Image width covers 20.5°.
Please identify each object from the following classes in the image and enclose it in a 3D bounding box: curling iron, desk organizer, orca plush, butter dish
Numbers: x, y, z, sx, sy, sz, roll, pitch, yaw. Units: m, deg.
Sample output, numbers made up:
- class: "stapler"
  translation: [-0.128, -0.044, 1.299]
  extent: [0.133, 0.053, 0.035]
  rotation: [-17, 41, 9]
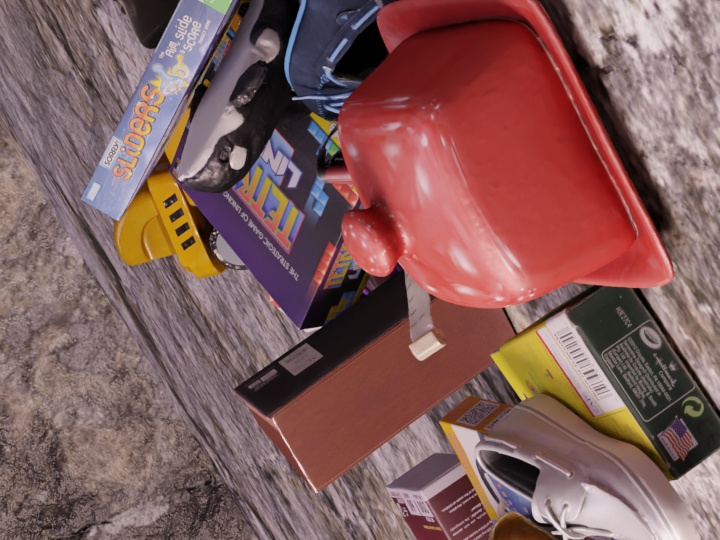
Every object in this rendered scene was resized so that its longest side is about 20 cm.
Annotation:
- class: "curling iron"
  translation: [0.038, -0.077, 1.325]
  extent: [0.026, 0.050, 0.200]
  rotation: [32, 163, -36]
- class: "desk organizer"
  translation: [0.014, 0.071, 1.488]
  extent: [0.077, 0.200, 0.072]
  rotation: [61, 165, -24]
- class: "orca plush"
  translation: [-0.068, -0.135, 1.440]
  extent: [0.071, 0.201, 0.105]
  rotation: [29, 141, -24]
- class: "butter dish"
  translation: [0.053, -0.049, 1.164]
  extent: [0.201, 0.148, 0.199]
  rotation: [61, 158, -15]

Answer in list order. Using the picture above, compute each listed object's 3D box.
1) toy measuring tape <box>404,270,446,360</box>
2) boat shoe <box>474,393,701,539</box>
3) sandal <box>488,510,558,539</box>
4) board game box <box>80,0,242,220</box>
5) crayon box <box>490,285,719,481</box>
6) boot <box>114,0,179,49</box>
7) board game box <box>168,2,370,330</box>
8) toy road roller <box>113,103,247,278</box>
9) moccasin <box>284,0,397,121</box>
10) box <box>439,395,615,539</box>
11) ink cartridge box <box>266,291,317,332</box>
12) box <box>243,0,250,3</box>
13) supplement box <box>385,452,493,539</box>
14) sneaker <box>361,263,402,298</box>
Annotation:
- class: "toy measuring tape"
  translation: [0.053, -0.017, 1.349]
  extent: [0.074, 0.073, 0.201]
  rotation: [75, -174, -52]
- class: "boat shoe"
  translation: [0.138, 0.138, 1.264]
  extent: [0.200, 0.068, 0.072]
  rotation: [37, 156, 53]
- class: "sandal"
  translation: [0.130, 0.213, 1.502]
  extent: [0.212, 0.077, 0.070]
  rotation: [-34, 74, 62]
- class: "board game box"
  translation: [-0.134, -0.148, 1.464]
  extent: [0.034, 0.200, 0.136]
  rotation: [29, -154, -4]
- class: "crayon box"
  translation: [0.159, 0.080, 1.313]
  extent: [0.127, 0.051, 0.200]
  rotation: [56, 166, 2]
- class: "boot"
  translation: [-0.218, -0.303, 1.735]
  extent: [0.154, 0.073, 0.204]
  rotation: [53, 166, 26]
- class: "board game box"
  translation: [-0.055, -0.082, 1.525]
  extent: [0.200, 0.057, 0.166]
  rotation: [48, 129, 32]
- class: "toy road roller"
  translation: [-0.164, -0.086, 1.802]
  extent: [0.123, 0.145, 0.201]
  rotation: [-85, -23, -60]
- class: "moccasin"
  translation: [-0.007, -0.146, 1.335]
  extent: [0.068, 0.080, 0.200]
  rotation: [48, 165, 16]
- class: "box"
  translation: [0.148, 0.165, 1.512]
  extent: [0.200, 0.041, 0.119]
  rotation: [11, 132, 61]
- class: "ink cartridge box"
  translation: [-0.062, -0.023, 1.687]
  extent: [0.200, 0.050, 0.109]
  rotation: [45, -153, -72]
- class: "box"
  translation: [-0.144, -0.292, 1.557]
  extent: [0.117, 0.048, 0.201]
  rotation: [41, 157, 48]
- class: "supplement box"
  translation: [0.109, 0.259, 1.732]
  extent: [0.201, 0.061, 0.109]
  rotation: [58, 165, -4]
- class: "sneaker"
  translation: [0.000, 0.000, 1.612]
  extent: [0.200, 0.088, 0.081]
  rotation: [47, 166, 44]
